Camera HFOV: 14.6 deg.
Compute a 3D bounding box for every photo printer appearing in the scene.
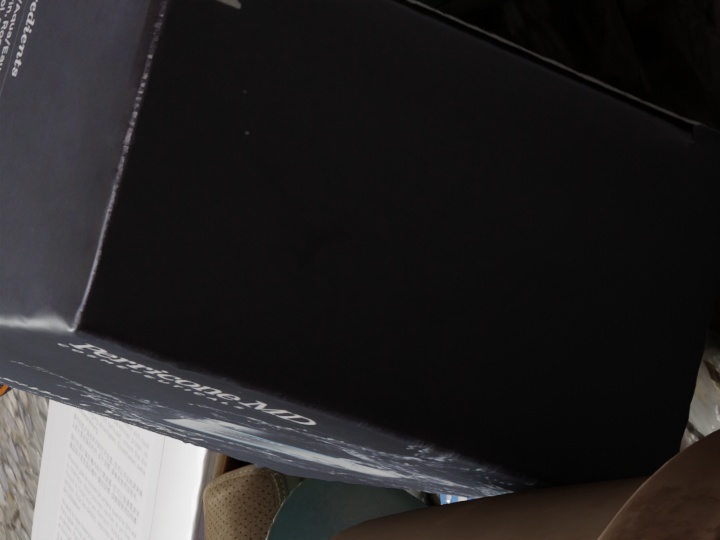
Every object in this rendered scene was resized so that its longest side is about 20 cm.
[{"bbox_3d":[-0.077,0.073,1.194,0.166,0.069,0.200,40,126,53],"label":"photo printer"}]

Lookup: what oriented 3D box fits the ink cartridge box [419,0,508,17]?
[{"bbox_3d":[0.009,-0.174,0.802,0.147,0.083,0.200,-14,96,69],"label":"ink cartridge box"}]

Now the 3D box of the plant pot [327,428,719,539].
[{"bbox_3d":[0.062,0.129,0.711,0.174,0.200,0.201,6,115,43],"label":"plant pot"}]

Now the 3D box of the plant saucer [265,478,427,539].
[{"bbox_3d":[0.030,0.161,0.983,0.039,0.201,0.201,-19,91,26],"label":"plant saucer"}]

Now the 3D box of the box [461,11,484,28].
[{"bbox_3d":[-0.032,-0.133,0.985,0.200,0.048,0.159,5,112,67],"label":"box"}]

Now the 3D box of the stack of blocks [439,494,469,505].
[{"bbox_3d":[0.100,0.140,0.885,0.200,0.058,0.115,47,149,46],"label":"stack of blocks"}]

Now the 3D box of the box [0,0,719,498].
[{"bbox_3d":[-0.032,-0.012,0.811,0.200,0.196,0.118,0,73,57],"label":"box"}]

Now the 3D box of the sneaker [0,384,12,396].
[{"bbox_3d":[-0.130,0.013,1.134,0.112,0.077,0.200,64,146,33],"label":"sneaker"}]

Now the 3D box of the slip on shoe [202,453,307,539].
[{"bbox_3d":[-0.034,0.098,1.021,0.076,0.200,0.061,-17,124,35],"label":"slip on shoe"}]
